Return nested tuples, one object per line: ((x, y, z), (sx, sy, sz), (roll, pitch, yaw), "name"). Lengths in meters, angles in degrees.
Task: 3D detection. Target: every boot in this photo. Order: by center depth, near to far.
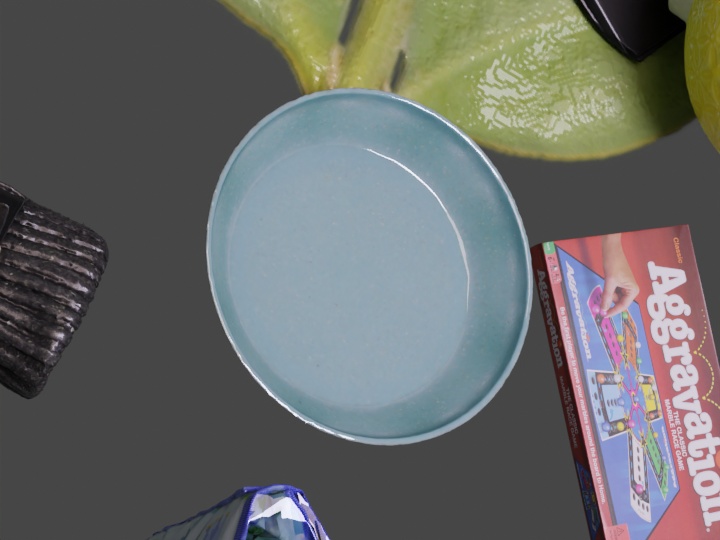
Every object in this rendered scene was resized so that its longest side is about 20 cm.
((-0.229, 0.028, 1.451), (0.158, 0.079, 0.211), (37, 64, -14), "boot")

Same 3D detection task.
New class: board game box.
((0.164, 0.077, 1.673), (0.103, 0.019, 0.200), (-7, 81, -29), "board game box")

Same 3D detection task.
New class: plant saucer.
((0.000, 0.000, 1.599), (0.200, 0.036, 0.200), (7, 75, -26), "plant saucer")

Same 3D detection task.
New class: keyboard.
((0.194, -0.223, 1.760), (0.200, 0.021, 0.127), (-37, 102, -30), "keyboard")

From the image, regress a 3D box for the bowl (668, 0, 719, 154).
((0.245, -0.157, 1.695), (0.108, 0.200, 0.200), (34, 61, 16), "bowl")

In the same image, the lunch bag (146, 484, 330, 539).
((-0.061, 0.216, 1.439), (0.127, 0.170, 0.200), (-2, 77, -27), "lunch bag")
